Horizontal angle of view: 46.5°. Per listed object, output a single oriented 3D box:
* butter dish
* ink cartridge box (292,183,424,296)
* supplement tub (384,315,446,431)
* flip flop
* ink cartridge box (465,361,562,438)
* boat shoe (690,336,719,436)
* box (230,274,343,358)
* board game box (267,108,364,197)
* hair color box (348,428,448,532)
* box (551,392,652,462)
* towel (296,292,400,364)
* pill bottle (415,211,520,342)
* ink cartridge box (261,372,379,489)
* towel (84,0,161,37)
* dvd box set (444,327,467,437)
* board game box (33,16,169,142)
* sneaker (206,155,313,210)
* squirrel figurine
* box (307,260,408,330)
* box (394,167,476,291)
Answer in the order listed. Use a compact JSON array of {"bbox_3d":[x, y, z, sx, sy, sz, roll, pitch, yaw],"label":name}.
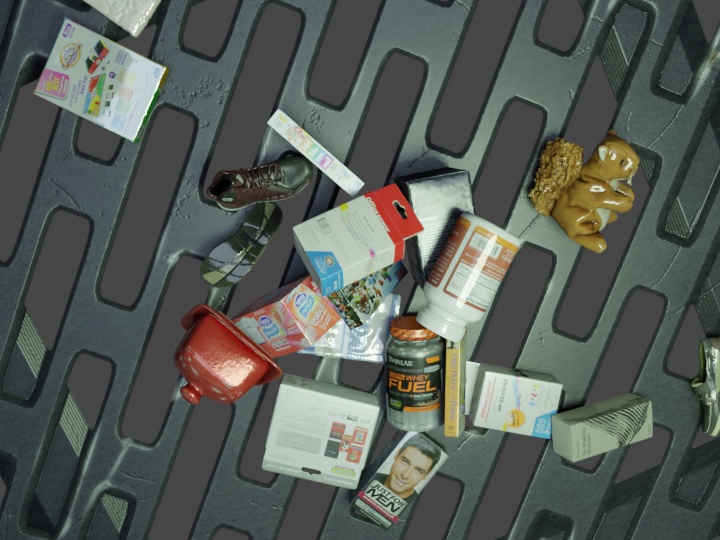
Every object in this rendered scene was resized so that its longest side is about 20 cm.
[{"bbox_3d":[-0.273,0.180,1.538,0.200,0.199,0.148,42,63,-9],"label":"butter dish"},{"bbox_3d":[-0.003,-0.055,1.433,0.199,0.067,0.117,-25,65,-13],"label":"ink cartridge box"},{"bbox_3d":[0.107,0.195,1.609,0.121,0.123,0.202,-4,104,-3],"label":"supplement tub"},{"bbox_3d":[-0.223,-0.048,1.596,0.081,0.058,0.200,38,80,-4],"label":"flip flop"},{"bbox_3d":[0.285,0.254,1.662,0.198,0.068,0.116,10,98,-4],"label":"ink cartridge box"},{"bbox_3d":[0.698,0.231,1.686,0.065,0.072,0.203,5,98,6],"label":"boat shoe"},{"bbox_3d":[-0.139,0.089,1.541,0.095,0.200,0.103,-41,101,-36],"label":"box"},{"bbox_3d":[-0.081,-0.216,1.533,0.200,0.134,0.034,41,95,-8],"label":"board game box"},{"bbox_3d":[0.075,0.410,1.679,0.099,0.061,0.200,37,95,-8],"label":"hair color box"},{"bbox_3d":[0.476,0.306,1.649,0.199,0.068,0.083,-13,103,-22],"label":"box"},{"bbox_3d":[-0.023,0.105,1.644,0.198,0.024,0.148,8,98,-4],"label":"towel"},{"bbox_3d":[0.174,0.013,1.396,0.112,0.112,0.201,27,96,-7],"label":"pill bottle"},{"bbox_3d":[-0.081,0.315,1.642,0.198,0.084,0.177,15,98,-5],"label":"ink cartridge box"},{"bbox_3d":[-0.429,-0.557,1.510,0.190,0.032,0.201,34,95,-7],"label":"towel"},{"bbox_3d":[0.181,0.206,1.590,0.029,0.146,0.202,1,87,12],"label":"dvd box set"},{"bbox_3d":[-0.473,-0.347,1.536,0.199,0.040,0.154,26,97,-7],"label":"board game box"},{"bbox_3d":[-0.189,-0.161,1.524,0.199,0.115,0.076,-20,81,12],"label":"sneaker"},{"bbox_3d":[0.414,-0.171,1.550,0.199,0.141,0.188,28,131,19],"label":"squirrel figurine"},{"bbox_3d":[0.000,0.000,1.548,0.038,0.200,0.137,-26,103,38],"label":"box"},{"bbox_3d":[0.143,-0.080,1.535,0.116,0.197,0.202,-11,99,-2],"label":"box"}]
